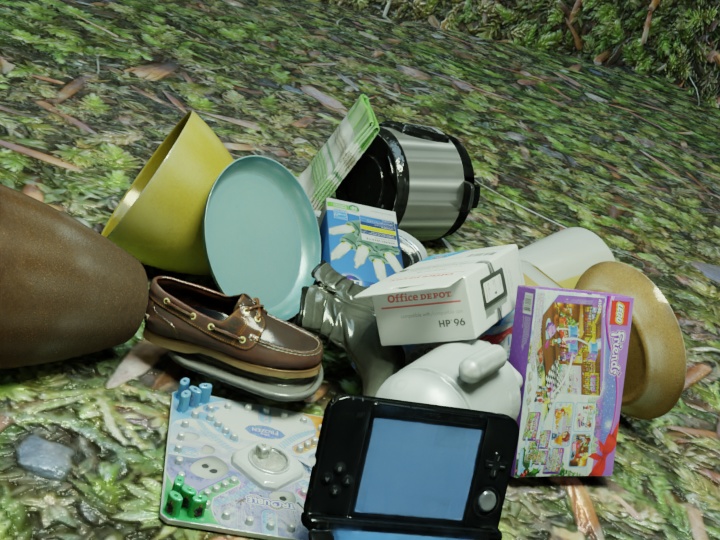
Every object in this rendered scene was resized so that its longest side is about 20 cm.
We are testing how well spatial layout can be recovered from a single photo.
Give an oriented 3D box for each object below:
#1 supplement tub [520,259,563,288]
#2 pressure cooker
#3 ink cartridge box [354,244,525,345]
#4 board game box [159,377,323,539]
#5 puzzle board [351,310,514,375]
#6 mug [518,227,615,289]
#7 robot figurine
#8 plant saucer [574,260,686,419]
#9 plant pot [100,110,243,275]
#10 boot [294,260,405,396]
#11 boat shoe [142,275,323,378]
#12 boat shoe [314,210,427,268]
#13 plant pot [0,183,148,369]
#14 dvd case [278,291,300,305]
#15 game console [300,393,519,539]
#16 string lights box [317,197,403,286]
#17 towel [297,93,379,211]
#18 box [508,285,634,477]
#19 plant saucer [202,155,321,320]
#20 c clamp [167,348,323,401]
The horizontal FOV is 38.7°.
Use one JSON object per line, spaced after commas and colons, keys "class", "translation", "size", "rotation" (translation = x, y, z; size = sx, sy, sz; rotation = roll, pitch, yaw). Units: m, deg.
{"class": "supplement tub", "translation": [0.204, 0.077, 1.262], "size": [0.143, 0.147, 0.200], "rotation": [-1, 30, -36]}
{"class": "pressure cooker", "translation": [0.079, -0.133, 1.593], "size": [0.198, 0.179, 0.178], "rotation": [-1, 59, -37]}
{"class": "ink cartridge box", "translation": [0.089, 0.030, 1.097], "size": [0.114, 0.069, 0.199], "rotation": [-8, 9, 31]}
{"class": "board game box", "translation": [-0.088, 0.181, 0.987], "size": [0.197, 0.026, 0.201], "rotation": [13, 24, -13]}
{"class": "puzzle board", "translation": [0.101, 0.091, 1.172], "size": [0.198, 0.018, 0.151], "rotation": [-33, 42, -9]}
{"class": "mug", "translation": [0.267, 0.033, 1.415], "size": [0.151, 0.152, 0.186], "rotation": [-11, 30, -34]}
{"class": "robot figurine", "translation": [0.085, 0.138, 1.022], "size": [0.113, 0.171, 0.199], "rotation": [42, 37, 19]}
{"class": "plant saucer", "translation": [0.313, 0.091, 1.260], "size": [0.035, 0.203, 0.200], "rotation": [-16, 38, -27]}
{"class": "plant pot", "translation": [-0.213, -0.075, 1.283], "size": [0.141, 0.200, 0.201], "rotation": [37, 19, -17]}
{"class": "boot", "translation": [-0.017, 0.080, 1.138], "size": [0.129, 0.068, 0.201], "rotation": [19, 39, -6]}
{"class": "boat shoe", "translation": [-0.132, 0.058, 1.077], "size": [0.197, 0.071, 0.071], "rotation": [13, 21, -1]}
{"class": "boat shoe", "translation": [-0.005, -0.032, 1.441], "size": [0.197, 0.073, 0.068], "rotation": [20, 22, 12]}
{"class": "plant pot", "translation": [-0.319, 0.017, 1.025], "size": [0.198, 0.189, 0.187], "rotation": [14, 20, -46]}
{"class": "dvd case", "translation": [-0.049, 0.023, 1.355], "size": [0.197, 0.022, 0.147], "rotation": [15, 24, -9]}
{"class": "game console", "translation": [0.061, 0.214, 0.878], "size": [0.197, 0.179, 0.116], "rotation": [11, 5, -25]}
{"class": "string lights box", "translation": [0.000, 0.000, 1.313], "size": [0.101, 0.059, 0.202], "rotation": [10, 40, -15]}
{"class": "towel", "translation": [-0.048, -0.166, 1.544], "size": [0.030, 0.201, 0.150], "rotation": [31, 18, -22]}
{"class": "box", "translation": [0.224, 0.122, 1.119], "size": [0.135, 0.204, 0.039], "rotation": [5, 3, -26]}
{"class": "plant saucer", "translation": [-0.122, -0.036, 1.240], "size": [0.027, 0.204, 0.199], "rotation": [-10, 4, 38]}
{"class": "c clamp", "translation": [-0.122, 0.085, 1.132], "size": [0.197, 0.028, 0.171], "rotation": [21, 19, 18]}
